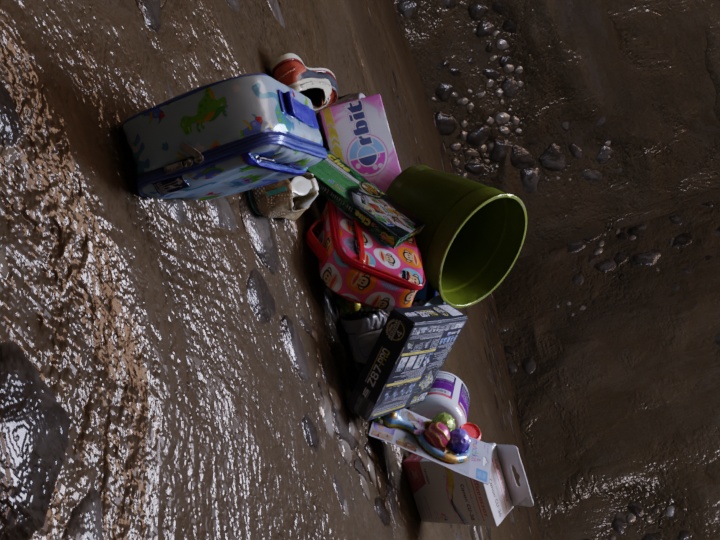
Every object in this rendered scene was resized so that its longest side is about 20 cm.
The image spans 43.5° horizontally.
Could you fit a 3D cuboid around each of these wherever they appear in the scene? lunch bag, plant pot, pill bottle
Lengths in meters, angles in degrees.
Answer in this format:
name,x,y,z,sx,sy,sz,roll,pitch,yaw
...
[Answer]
name,x,y,z,sx,sy,sz,roll,pitch,yaw
lunch bag,-0.123,-0.124,0.872,0.200,0.158,0.084,-9,83,-78
plant pot,0.137,-0.077,1.485,0.192,0.200,0.201,38,-12,37
pill bottle,0.147,0.259,1.688,0.200,0.110,0.115,-49,122,-75
lunch bag,0.000,-0.031,1.351,0.173,0.083,0.201,19,30,-20

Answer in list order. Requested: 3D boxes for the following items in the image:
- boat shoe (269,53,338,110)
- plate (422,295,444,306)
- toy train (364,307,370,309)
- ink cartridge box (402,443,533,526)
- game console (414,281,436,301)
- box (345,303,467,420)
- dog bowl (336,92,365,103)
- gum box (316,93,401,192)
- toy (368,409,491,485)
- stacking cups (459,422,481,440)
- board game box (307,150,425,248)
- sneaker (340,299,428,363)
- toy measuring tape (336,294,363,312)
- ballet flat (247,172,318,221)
name,x,y,z,sx,sy,sz,roll,pitch,yaw
boat shoe,-0.081,-0.289,1.445,0.063,0.071,0.199,61,16,12
plate,0.090,0.132,1.479,0.025,0.202,0.200,32,-2,21
toy train,0.031,0.043,1.578,0.202,0.055,0.042,-89,167,-52
ink cartridge box,0.177,0.354,1.497,0.067,0.198,0.119,-30,104,-48
game console,0.065,0.000,1.689,0.170,0.119,0.200,35,0,-25
box,0.074,0.133,1.350,0.199,0.049,0.164,-3,120,-61
dog bowl,0.003,-0.265,1.827,0.200,0.058,0.204,-17,91,-77
gum box,0.001,-0.201,1.575,0.066,0.111,0.204,156,-81,-81
toy,0.117,0.251,1.407,0.115,0.196,0.048,-63,172,-66
stacking cups,0.165,0.348,1.587,0.061,0.059,0.202,-93,-170,-47
board game box,-0.002,-0.110,1.365,0.199,0.024,0.104,38,31,14
sneaker,0.045,0.093,1.448,0.198,0.074,0.083,-16,99,-46
toy measuring tape,0.000,0.000,1.454,0.201,0.072,0.074,-85,155,-58
ballet flat,-0.090,-0.102,1.205,0.200,0.064,0.072,-45,118,-76
